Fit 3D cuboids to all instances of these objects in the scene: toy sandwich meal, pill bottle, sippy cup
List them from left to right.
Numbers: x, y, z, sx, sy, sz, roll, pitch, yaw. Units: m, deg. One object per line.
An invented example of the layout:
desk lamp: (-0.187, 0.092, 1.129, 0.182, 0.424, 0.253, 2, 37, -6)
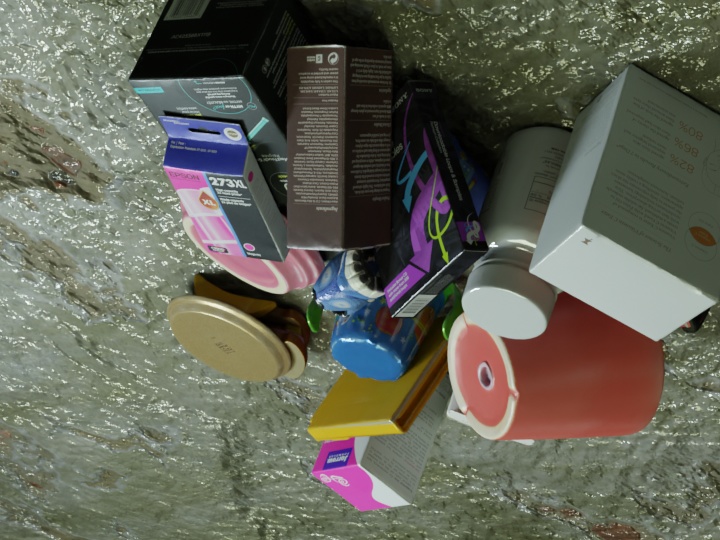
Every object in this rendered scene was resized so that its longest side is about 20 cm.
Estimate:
toy sandwich meal: (-0.162, 0.077, 2.134, 0.204, 0.070, 0.206, 20, 151, 12)
sippy cup: (0.027, 0.057, 1.918, 0.139, 0.131, 0.178, 33, 148, -17)
pill bottle: (0.173, -0.037, 1.614, 0.114, 0.201, 0.115, 16, 149, 10)

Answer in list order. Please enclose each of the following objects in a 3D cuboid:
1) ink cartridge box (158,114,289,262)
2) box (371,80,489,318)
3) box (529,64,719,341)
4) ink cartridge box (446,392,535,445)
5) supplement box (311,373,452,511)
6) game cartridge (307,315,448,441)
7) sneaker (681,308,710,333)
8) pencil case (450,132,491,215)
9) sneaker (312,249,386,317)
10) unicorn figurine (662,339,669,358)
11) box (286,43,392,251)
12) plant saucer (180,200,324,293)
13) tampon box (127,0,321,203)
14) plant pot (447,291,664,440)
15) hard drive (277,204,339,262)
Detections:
ink cartridge box: (-0.142, -0.083, 1.656, 0.094, 0.037, 0.200, 8, 146, 22)
box: (0.052, -0.072, 1.623, 0.036, 0.201, 0.143, 2, 150, -33)
box: (0.270, -0.064, 1.512, 0.152, 0.201, 0.106, 28, 149, -10)
ink cartridge box: (0.171, 0.170, 1.994, 0.116, 0.068, 0.200, 19, 175, 4)
supplement box: (0.033, 0.199, 2.067, 0.103, 0.201, 0.101, 39, 145, -28)
game cartridge: (0.034, 0.135, 1.968, 0.032, 0.177, 0.200, 46, 151, -17)
sneaker: (0.321, -0.014, 1.706, 0.086, 0.074, 0.200, 12, 147, 41)
pencil case: (0.127, -0.065, 1.721, 0.078, 0.087, 0.200, -42, 122, 10)
sneaker: (0.000, 0.000, 1.729, 0.089, 0.200, 0.079, -27, 88, 23)
unicorn figurine: (0.282, 0.095, 1.878, 0.137, 0.074, 0.200, 41, 134, 16)
box: (-0.020, -0.123, 1.590, 0.075, 0.201, 0.100, 2, -175, 30)
plant saucer: (-0.138, -0.035, 1.902, 0.200, 0.051, 0.201, 31, 162, 11)
tampon box: (-0.114, -0.178, 1.643, 0.149, 0.127, 0.200, 2, 145, 30)
plant pot: (0.204, 0.098, 1.735, 0.176, 0.201, 0.200, -10, 160, -26)
hard drive: (-0.016, -0.064, 1.841, 0.199, 0.042, 0.135, -8, 138, 40)
